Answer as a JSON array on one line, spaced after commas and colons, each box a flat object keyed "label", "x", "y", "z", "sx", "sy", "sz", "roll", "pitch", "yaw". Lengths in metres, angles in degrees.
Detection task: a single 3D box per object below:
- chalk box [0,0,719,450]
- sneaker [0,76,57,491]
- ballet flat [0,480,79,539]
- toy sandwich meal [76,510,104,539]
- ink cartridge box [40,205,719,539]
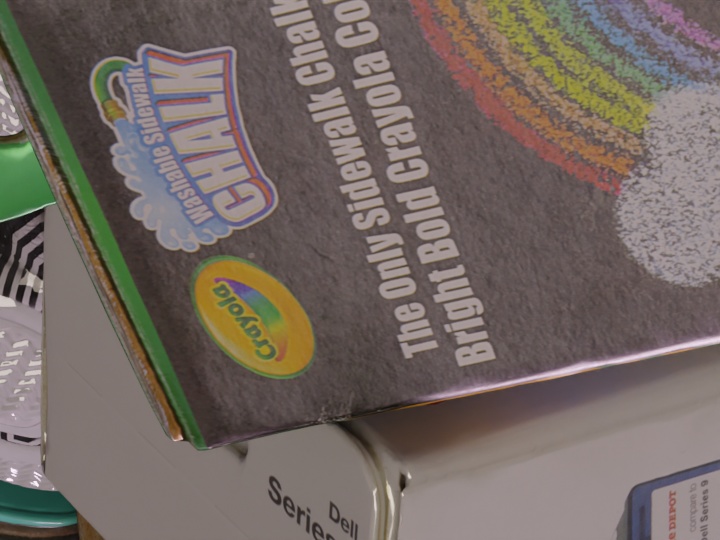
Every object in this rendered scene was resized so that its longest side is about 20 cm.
[{"label": "chalk box", "x": 0.002, "y": -0.057, "z": 0.549, "sx": 0.200, "sy": 0.124, "sz": 0.124, "roll": -11, "pitch": 127, "yaw": 12}, {"label": "sneaker", "x": -0.070, "y": -0.038, "z": 0.760, "sx": 0.075, "sy": 0.115, "sz": 0.200, "roll": 6, "pitch": 134, "yaw": -2}, {"label": "ballet flat", "x": -0.172, "y": 0.036, "z": 0.843, "sx": 0.200, "sy": 0.068, "sz": 0.068, "roll": 28, "pitch": 136, "yaw": -21}, {"label": "toy sandwich meal", "x": 0.010, "y": 0.067, "z": 0.827, "sx": 0.205, "sy": 0.070, "sz": 0.205, "roll": -2, "pitch": 81, "yaw": 10}, {"label": "ink cartridge box", "x": 0.046, "y": 0.022, "z": 0.656, "sx": 0.200, "sy": 0.145, "sz": 0.088, "roll": -13, "pitch": 122, "yaw": -32}]
